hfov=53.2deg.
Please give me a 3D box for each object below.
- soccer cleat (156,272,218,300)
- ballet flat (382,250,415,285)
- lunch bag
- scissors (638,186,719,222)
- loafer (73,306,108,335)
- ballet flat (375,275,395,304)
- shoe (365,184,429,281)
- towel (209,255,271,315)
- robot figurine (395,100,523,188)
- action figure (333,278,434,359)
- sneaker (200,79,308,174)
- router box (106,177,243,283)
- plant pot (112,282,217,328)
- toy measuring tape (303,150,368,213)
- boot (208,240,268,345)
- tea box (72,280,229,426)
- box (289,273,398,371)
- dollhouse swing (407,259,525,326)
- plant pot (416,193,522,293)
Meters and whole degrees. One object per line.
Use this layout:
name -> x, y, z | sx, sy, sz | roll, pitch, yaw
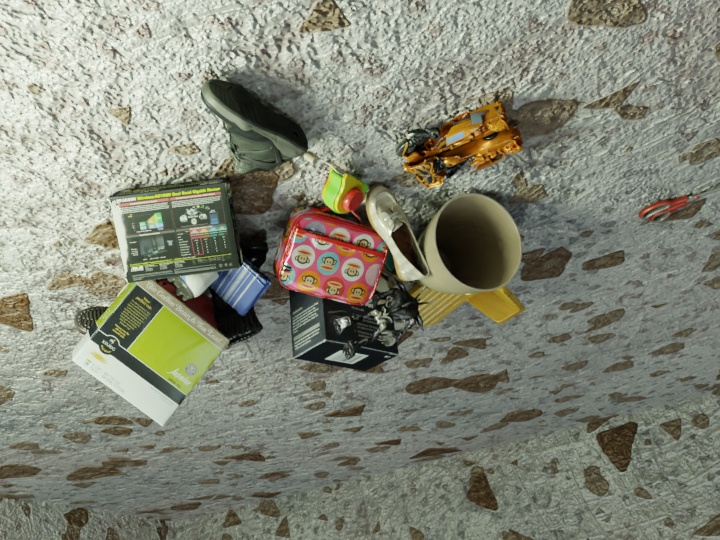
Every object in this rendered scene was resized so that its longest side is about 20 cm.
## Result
soccer cleat -> -0.337, -0.011, 1.327 | 0.086, 0.200, 0.070 | -38, 138, -25
ballet flat -> 0.053, -0.018, 1.488 | 0.065, 0.071, 0.200 | -4, 152, 30
lunch bag -> -0.051, -0.038, 1.344 | 0.200, 0.082, 0.177 | 15, 103, -21
scissors -> 0.668, -0.147, 1.459 | 0.200, 0.014, 0.073 | -28, 144, 35
loafer -> -0.540, 0.134, 1.599 | 0.200, 0.073, 0.071 | 14, 143, -35
ballet flat -> 0.000, 0.000, 1.450 | 0.200, 0.068, 0.067 | 38, 164, -28
shoe -> 0.072, -0.068, 1.315 | 0.053, 0.070, 0.200 | 9, 132, 54
towel -> -0.263, -0.013, 1.335 | 0.200, 0.024, 0.145 | 44, 140, 0
robot figurine -> 0.158, -0.200, 1.185 | 0.200, 0.058, 0.145 | -22, 147, 23
action figure -> 0.043, 0.092, 1.415 | 0.200, 0.119, 0.102 | -23, 176, -24
sneaker -> -0.180, -0.204, 1.073 | 0.114, 0.076, 0.199 | -30, 150, 24
router box -> -0.309, -0.069, 1.214 | 0.199, 0.062, 0.150 | -7, 107, -2
plant pot -> -0.410, 0.111, 1.489 | 0.200, 0.201, 0.177 | -25, 138, 28
toy measuring tape -> -0.048, -0.140, 1.207 | 0.073, 0.074, 0.200 | -21, 162, 23
boot -> -0.232, 0.047, 1.423 | 0.079, 0.158, 0.211 | -2, 155, -37
tea box -> -0.386, 0.139, 1.322 | 0.200, 0.197, 0.134 | 43, 166, -17
box -> -0.038, 0.091, 1.516 | 0.196, 0.200, 0.117 | 17, 146, -37
dollhouse swing -> 0.221, 0.079, 1.581 | 0.176, 0.182, 0.200 | -51, 143, 0
plant pot -> 0.180, -0.030, 1.406 | 0.187, 0.188, 0.200 | 5, 164, -22
